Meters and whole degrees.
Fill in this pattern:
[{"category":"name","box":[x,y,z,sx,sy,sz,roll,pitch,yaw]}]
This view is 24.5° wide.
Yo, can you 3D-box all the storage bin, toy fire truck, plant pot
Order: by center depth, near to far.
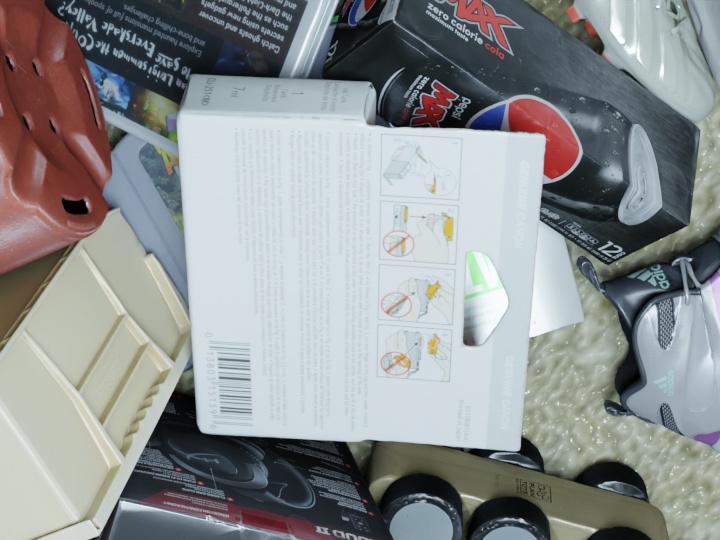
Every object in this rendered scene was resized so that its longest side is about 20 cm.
[{"category":"plant pot","box":[-0.242,-0.060,0.820,0.195,0.201,0.201,-18,102,14]},{"category":"storage bin","box":[-0.207,0.074,0.847,0.200,0.199,0.094,-24,110,21]},{"category":"toy fire truck","box":[0.068,0.210,0.945,0.176,0.129,0.200,15,114,-4]}]

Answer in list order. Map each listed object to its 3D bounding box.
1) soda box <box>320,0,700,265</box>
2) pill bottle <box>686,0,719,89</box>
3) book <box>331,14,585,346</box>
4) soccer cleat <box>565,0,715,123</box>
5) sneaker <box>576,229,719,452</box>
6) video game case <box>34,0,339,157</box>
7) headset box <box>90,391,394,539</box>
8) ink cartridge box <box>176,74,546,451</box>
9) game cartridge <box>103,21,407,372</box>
[{"category":"soda box","box":[0.081,-0.085,0.846,0.200,0.071,0.063,31,144,-23]},{"category":"pill bottle","box":[0.274,-0.165,0.856,0.200,0.114,0.114,-18,102,4]},{"category":"book","box":[0.036,-0.051,0.920,0.133,0.048,0.200,-16,99,2]},{"category":"soccer cleat","box":[0.137,-0.169,0.876,0.078,0.069,0.200,-34,97,22]},{"category":"sneaker","box":[0.190,0.000,0.911,0.140,0.078,0.200,14,102,-4]},{"category":"video game case","box":[-0.102,-0.163,0.864,0.200,0.023,0.182,27,102,20]},{"category":"headset box","box":[-0.070,0.136,0.867,0.148,0.200,0.077,15,103,-16]},{"category":"ink cartridge box","box":[0.000,0.000,0.836,0.173,0.044,0.200,3,125,3]},{"category":"game cartridge","box":[-0.054,-0.044,0.890,0.200,0.041,0.133,-30,87,23]}]
